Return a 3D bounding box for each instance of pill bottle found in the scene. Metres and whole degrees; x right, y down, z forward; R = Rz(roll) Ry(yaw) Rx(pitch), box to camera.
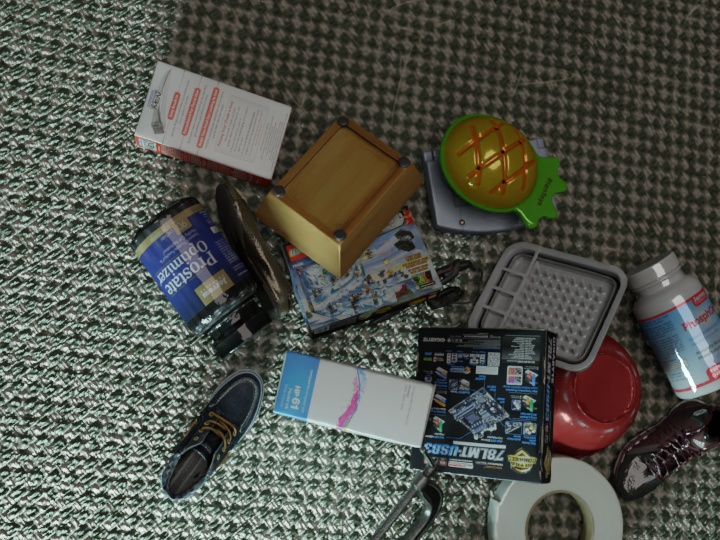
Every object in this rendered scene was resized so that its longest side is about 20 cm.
[{"bbox_3d":[-0.209,0.012,1.197,0.111,0.112,0.201,-37,90,-14],"label":"pill bottle"},{"bbox_3d":[0.478,0.080,1.333,0.107,0.109,0.203,-28,89,-14],"label":"pill bottle"}]

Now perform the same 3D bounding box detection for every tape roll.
[{"bbox_3d":[0.279,0.367,1.279,0.198,0.037,0.208,0,88,-11],"label":"tape roll"}]

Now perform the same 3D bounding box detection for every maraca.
[{"bbox_3d":[0.203,-0.143,1.273,0.197,0.107,0.139,27,77,-7],"label":"maraca"}]

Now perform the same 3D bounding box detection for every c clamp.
[{"bbox_3d":[0.048,0.338,1.195,0.027,0.171,0.201,32,81,34],"label":"c clamp"}]

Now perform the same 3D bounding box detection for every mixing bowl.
[{"bbox_3d":[0.329,0.171,1.290,0.195,0.108,0.205,2,81,-11],"label":"mixing bowl"}]

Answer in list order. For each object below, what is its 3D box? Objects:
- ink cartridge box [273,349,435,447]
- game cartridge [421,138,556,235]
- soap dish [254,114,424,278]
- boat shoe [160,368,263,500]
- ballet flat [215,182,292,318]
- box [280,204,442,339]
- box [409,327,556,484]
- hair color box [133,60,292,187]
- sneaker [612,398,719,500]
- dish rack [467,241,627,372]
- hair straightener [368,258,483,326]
[{"bbox_3d":[-0.005,0.172,1.179,0.195,0.145,0.087,11,80,4],"label":"ink cartridge box"},{"bbox_3d":[0.194,-0.123,1.341,0.195,0.040,0.136,-7,80,-12],"label":"game cartridge"},{"bbox_3d":[-0.027,-0.111,1.240,0.156,0.082,0.201,36,67,14],"label":"soap dish"},{"bbox_3d":[-0.191,0.219,1.181,0.070,0.091,0.202,35,77,-5],"label":"boat shoe"},{"bbox_3d":[-0.145,-0.031,1.243,0.046,0.067,0.203,-26,90,-28],"label":"ballet flat"},{"bbox_3d":[0.000,0.000,1.256,0.196,0.040,0.139,-17,67,-11],"label":"box"},{"bbox_3d":[0.167,0.181,1.226,0.196,0.049,0.203,-2,81,31],"label":"box"},{"bbox_3d":[-0.206,-0.203,1.254,0.196,0.064,0.113,18,80,-10],"label":"hair color box"},{"bbox_3d":[0.459,0.258,1.300,0.199,0.115,0.076,-42,91,-14],"label":"sneaker"},{"bbox_3d":[0.269,0.056,1.275,0.197,0.044,0.173,17,66,36],"label":"dish rack"},{"bbox_3d":[0.097,0.042,1.300,0.197,0.041,0.078,-21,87,-18],"label":"hair straightener"}]
